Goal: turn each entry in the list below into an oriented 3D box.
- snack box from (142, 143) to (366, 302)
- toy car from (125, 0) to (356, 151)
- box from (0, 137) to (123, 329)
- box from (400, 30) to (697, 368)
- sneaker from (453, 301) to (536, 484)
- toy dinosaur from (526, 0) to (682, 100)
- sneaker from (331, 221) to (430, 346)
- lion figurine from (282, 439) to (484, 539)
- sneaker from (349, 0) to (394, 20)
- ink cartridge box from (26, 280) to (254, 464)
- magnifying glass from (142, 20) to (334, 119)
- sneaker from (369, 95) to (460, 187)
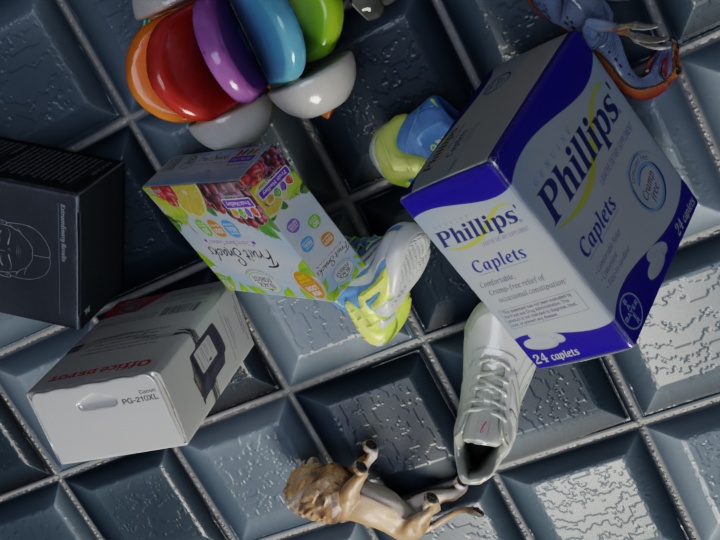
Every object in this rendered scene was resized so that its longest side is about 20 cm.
[{"bbox_3d":[-0.102,-0.042,0.985,0.142,0.053,0.200,51,156,-25],"label":"snack box"},{"bbox_3d":[-0.112,-0.193,0.915,0.199,0.150,0.176,-18,107,24],"label":"toy car"},{"bbox_3d":[-0.354,-0.045,1.091,0.199,0.107,0.149,12,116,9],"label":"box"},{"bbox_3d":[0.163,-0.058,0.888,0.200,0.184,0.105,48,142,-18],"label":"box"},{"bbox_3d":[0.130,0.125,1.049,0.078,0.099,0.201,7,115,11],"label":"sneaker"},{"bbox_3d":[0.193,-0.226,0.910,0.200,0.105,0.182,7,132,48],"label":"toy dinosaur"},{"bbox_3d":[0.000,0.000,1.005,0.105,0.076,0.200,34,151,12],"label":"sneaker"},{"bbox_3d":[0.021,0.251,1.152,0.199,0.073,0.123,28,125,-4],"label":"lion figurine"},{"bbox_3d":[-0.022,-0.315,0.915,0.079,0.075,0.200,-34,109,11],"label":"sneaker"},{"bbox_3d":[-0.212,0.098,1.066,0.144,0.200,0.085,-12,110,19],"label":"ink cartridge box"},{"bbox_3d":[-0.113,-0.199,1.009,0.199,0.022,0.080,27,117,0],"label":"magnifying glass"},{"bbox_3d":[0.105,-0.075,0.971,0.200,0.076,0.105,43,116,-6],"label":"sneaker"}]
